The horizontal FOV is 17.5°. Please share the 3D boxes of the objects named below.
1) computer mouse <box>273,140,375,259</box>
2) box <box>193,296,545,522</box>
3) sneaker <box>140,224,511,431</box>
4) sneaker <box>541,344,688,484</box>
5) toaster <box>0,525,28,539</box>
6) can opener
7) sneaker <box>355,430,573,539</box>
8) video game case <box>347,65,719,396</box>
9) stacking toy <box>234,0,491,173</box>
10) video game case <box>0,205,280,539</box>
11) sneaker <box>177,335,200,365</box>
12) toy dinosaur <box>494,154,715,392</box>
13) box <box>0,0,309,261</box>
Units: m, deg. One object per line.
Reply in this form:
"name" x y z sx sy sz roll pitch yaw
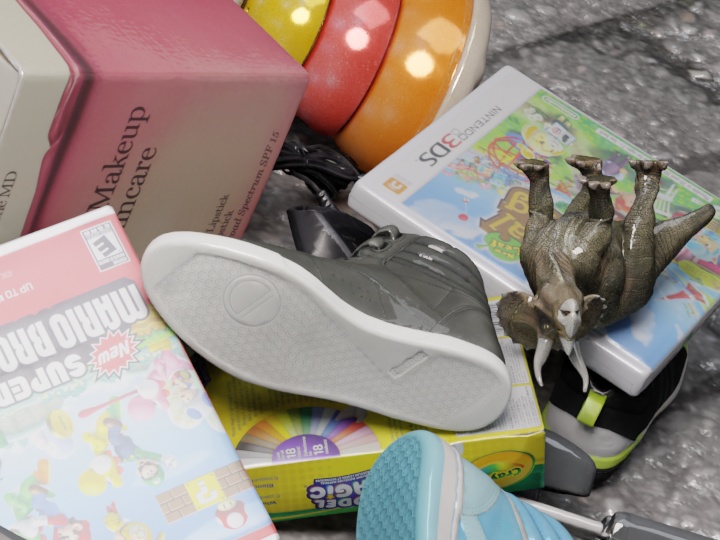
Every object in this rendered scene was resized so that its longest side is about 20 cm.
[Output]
"computer mouse" 0.000 0.000 1.396 0.200 0.046 0.140 52 18 20
"box" -0.009 0.076 1.245 0.199 0.049 0.118 -5 38 -4
"sneaker" -0.018 0.013 1.206 0.199 0.071 0.099 20 31 -12
"sneaker" 0.159 0.049 1.370 0.072 0.083 0.200 23 34 5
"toaster" -0.200 0.173 0.999 0.199 0.114 0.129 27 39 8
"can opener" 0.147 0.138 1.254 0.199 0.067 0.053 21 -9 -1
"sneaker" 0.061 0.185 1.142 0.130 0.079 0.201 28 51 -27
"video game case" 0.120 -0.029 1.357 0.200 0.022 0.182 34 41 15
"stacking toy" -0.030 -0.149 1.470 0.199 0.146 0.146 24 33 -13
"video game case" -0.146 0.076 1.148 0.143 0.017 0.200 -21 69 -20
"sneaker" -0.123 0.066 1.205 0.200 0.074 0.081 -30 68 -20
"toy dinosaur" 0.125 -0.008 1.257 0.077 0.103 0.200 11 14 27
"box" -0.148 -0.081 1.255 0.200 0.128 0.109 -5 39 -45
